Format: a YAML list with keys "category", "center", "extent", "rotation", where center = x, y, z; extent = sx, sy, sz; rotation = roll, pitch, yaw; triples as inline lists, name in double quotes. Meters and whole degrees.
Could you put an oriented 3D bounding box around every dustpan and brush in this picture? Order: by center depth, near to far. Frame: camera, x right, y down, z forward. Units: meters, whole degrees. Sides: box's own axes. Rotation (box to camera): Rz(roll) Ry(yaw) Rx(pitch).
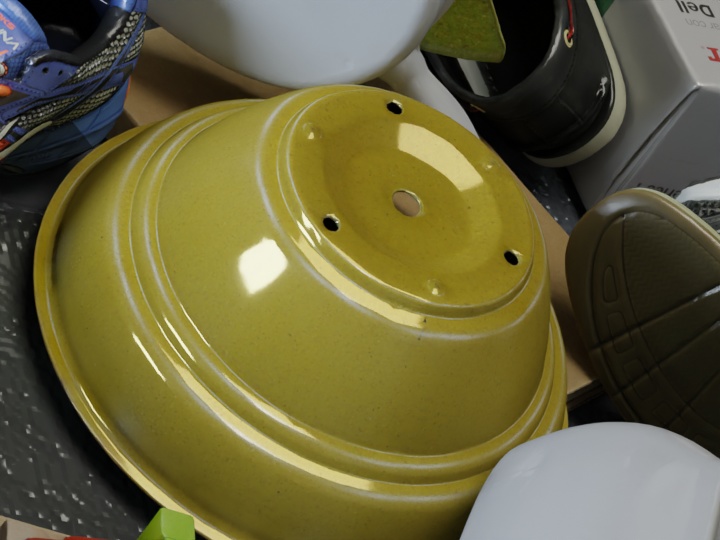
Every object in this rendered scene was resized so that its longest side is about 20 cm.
- category: "dustpan and brush"
  center: [-0.004, -0.093, 0.945]
  extent: [0.200, 0.139, 0.057]
  rotation: [59, 26, -29]

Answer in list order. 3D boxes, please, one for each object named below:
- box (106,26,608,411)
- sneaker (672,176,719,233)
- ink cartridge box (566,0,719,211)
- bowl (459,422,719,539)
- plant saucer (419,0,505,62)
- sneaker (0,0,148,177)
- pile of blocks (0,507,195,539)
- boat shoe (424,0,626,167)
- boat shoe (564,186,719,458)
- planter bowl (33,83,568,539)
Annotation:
- category: "box"
  center: [0.003, -0.020, 0.988]
  extent: [0.200, 0.021, 0.163]
  rotation: [50, 38, 15]
- category: "sneaker"
  center: [0.195, 0.028, 1.062]
  extent: [0.199, 0.080, 0.087]
  rotation: [17, 51, -19]
- category: "ink cartridge box"
  center: [0.139, -0.111, 1.157]
  extent: [0.146, 0.084, 0.200]
  rotation: [7, 45, -36]
- category: "bowl"
  center: [0.110, 0.149, 0.802]
  extent: [0.200, 0.075, 0.200]
  rotation: [49, 31, -17]
- category: "plant saucer"
  center: [-0.031, -0.185, 1.003]
  extent: [0.048, 0.200, 0.200]
  rotation: [-28, 34, -10]
- category: "sneaker"
  center: [-0.137, -0.058, 0.852]
  extent: [0.075, 0.079, 0.200]
  rotation: [40, 42, 6]
- category: "pile of blocks"
  center: [-0.026, 0.120, 0.773]
  extent: [0.200, 0.062, 0.082]
  rotation: [35, 35, -6]
- category: "boat shoe"
  center: [0.046, -0.133, 1.097]
  extent: [0.063, 0.074, 0.202]
  rotation: [36, 25, -51]
- category: "boat shoe"
  center: [0.149, 0.050, 0.996]
  extent: [0.201, 0.072, 0.066]
  rotation: [50, 20, -6]
- category: "planter bowl"
  center: [0.000, 0.000, 0.879]
  extent: [0.200, 0.084, 0.201]
  rotation: [18, 44, -19]
